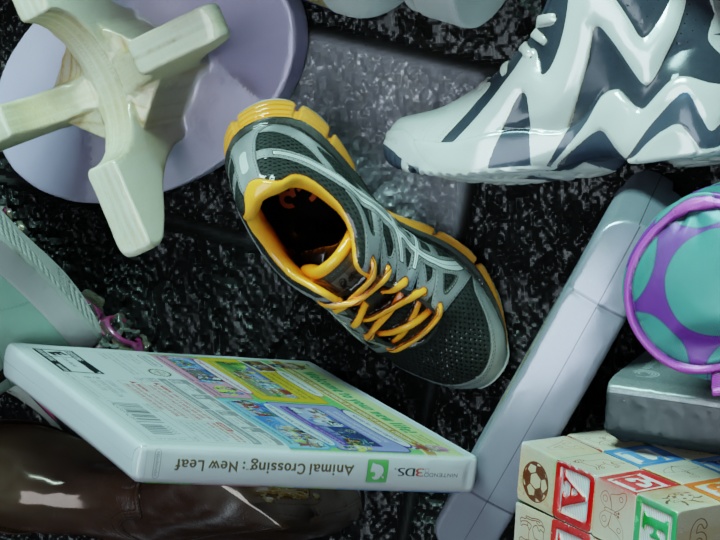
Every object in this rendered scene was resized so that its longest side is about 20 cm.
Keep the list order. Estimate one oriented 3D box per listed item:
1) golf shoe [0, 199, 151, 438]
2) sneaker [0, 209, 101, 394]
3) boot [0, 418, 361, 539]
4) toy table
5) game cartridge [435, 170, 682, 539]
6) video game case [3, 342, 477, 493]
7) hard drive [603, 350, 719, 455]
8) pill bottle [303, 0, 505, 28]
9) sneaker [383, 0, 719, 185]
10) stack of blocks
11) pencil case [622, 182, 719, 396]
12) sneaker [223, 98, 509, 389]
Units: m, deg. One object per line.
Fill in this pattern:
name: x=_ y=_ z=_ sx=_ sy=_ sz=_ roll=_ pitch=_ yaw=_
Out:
golf shoe: x=-0.215 y=0.022 z=1.380 sx=0.200 sy=0.073 sz=0.092 roll=44 pitch=113 yaw=10
sneaker: x=-0.232 y=0.009 z=1.252 sx=0.118 sy=0.201 sz=0.074 roll=-35 pitch=43 yaw=2
boot: x=-0.118 y=0.112 z=1.265 sx=0.200 sy=0.186 sz=0.065 roll=-11 pitch=69 yaw=61
toy table: x=-0.135 y=-0.100 z=1.304 sx=0.200 sy=0.117 sz=0.184 roll=-36 pitch=85 yaw=22
game cartridge: x=0.100 y=0.049 z=1.223 sx=0.041 sy=0.133 sz=0.201 roll=30 pitch=108 yaw=8
video game case: x=-0.065 y=0.074 z=1.215 sx=0.200 sy=0.181 sz=0.022 roll=25 pitch=108 yaw=61
hard drive: x=0.232 y=0.067 z=1.169 sx=0.199 sy=0.139 sz=0.033 roll=7 pitch=102 yaw=21
pill bottle: x=-0.017 y=-0.197 z=1.228 sx=0.199 sy=0.120 sz=0.120 roll=22 pitch=107 yaw=23
sneaker: x=0.102 y=-0.114 z=1.230 sx=0.198 sy=0.079 sz=0.130 roll=-4 pitch=85 yaw=34
stack of blocks: x=0.188 y=0.115 z=1.164 sx=0.115 sy=0.199 sz=0.059 roll=20 pitch=111 yaw=53
pencil case: x=0.188 y=0.000 z=1.142 sx=0.085 sy=0.200 sz=0.093 roll=-8 pitch=93 yaw=23
sneaker: x=0.000 y=0.000 z=1.264 sx=0.200 sy=0.077 sz=0.078 roll=41 pitch=111 yaw=-17
